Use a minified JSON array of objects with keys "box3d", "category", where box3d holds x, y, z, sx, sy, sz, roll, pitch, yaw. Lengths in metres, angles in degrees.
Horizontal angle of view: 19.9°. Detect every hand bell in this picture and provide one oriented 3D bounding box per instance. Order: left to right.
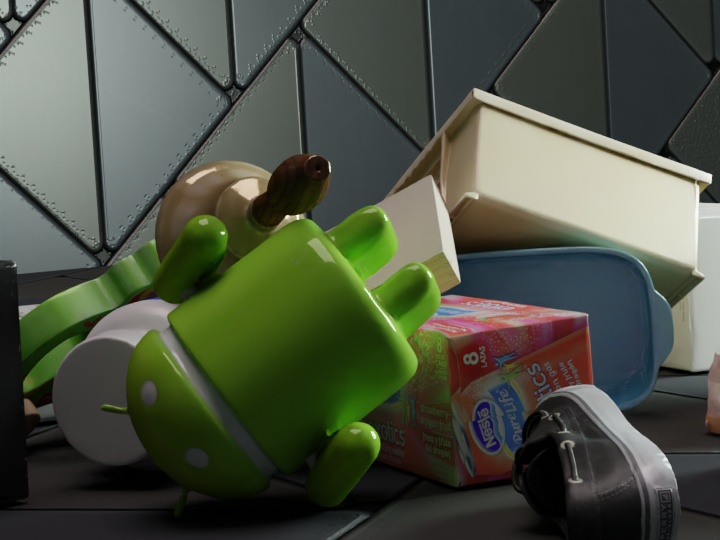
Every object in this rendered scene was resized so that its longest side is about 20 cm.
[{"box3d":[-0.052,-0.039,1.249,0.104,0.105,0.200,-5,-9,-20],"category":"hand bell"}]

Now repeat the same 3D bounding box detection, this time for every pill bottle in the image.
[{"box3d":[-0.120,0.071,1.361,0.112,0.113,0.200,-2,4,20],"category":"pill bottle"}]

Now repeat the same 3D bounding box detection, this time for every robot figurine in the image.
[{"box3d":[-0.048,0.050,1.180,0.200,0.176,0.116,-37,-12,-2],"category":"robot figurine"}]

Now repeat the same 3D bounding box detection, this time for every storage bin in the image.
[{"box3d":[0.127,-0.016,1.548,0.199,0.094,0.199,18,-35,-18],"category":"storage bin"}]

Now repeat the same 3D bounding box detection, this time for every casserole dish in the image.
[{"box3d":[0.126,0.041,1.468,0.199,0.122,0.039,-3,13,16],"category":"casserole dish"}]

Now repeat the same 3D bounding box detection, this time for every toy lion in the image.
[{"box3d":[-0.173,0.038,1.471,0.200,0.069,0.192,-10,-30,-52],"category":"toy lion"}]

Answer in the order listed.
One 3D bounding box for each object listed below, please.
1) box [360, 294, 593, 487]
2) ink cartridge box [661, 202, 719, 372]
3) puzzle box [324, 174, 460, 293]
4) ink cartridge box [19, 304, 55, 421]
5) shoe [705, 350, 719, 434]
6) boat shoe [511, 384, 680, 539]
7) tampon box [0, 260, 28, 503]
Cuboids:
[{"box3d":[0.058,0.072,1.306,0.102,0.095,0.200,-7,6,-22],"category":"box"},{"box3d":[0.277,0.010,1.740,0.128,0.126,0.200,-5,5,-23],"category":"ink cartridge box"},{"box3d":[0.000,0.000,1.363,0.133,0.025,0.200,-29,14,8],"category":"puzzle box"},{"box3d":[-0.306,0.077,1.614,0.199,0.085,0.146,-4,4,-25],"category":"ink cartridge box"},{"box3d":[0.324,0.075,1.332,0.199,0.054,0.070,-3,5,7],"category":"shoe"},{"box3d":[0.110,0.103,1.073,0.056,0.069,0.200,-5,7,-9],"category":"boat shoe"},{"box3d":[-0.317,0.070,1.270,0.199,0.151,0.126,1,5,44],"category":"tampon box"}]
